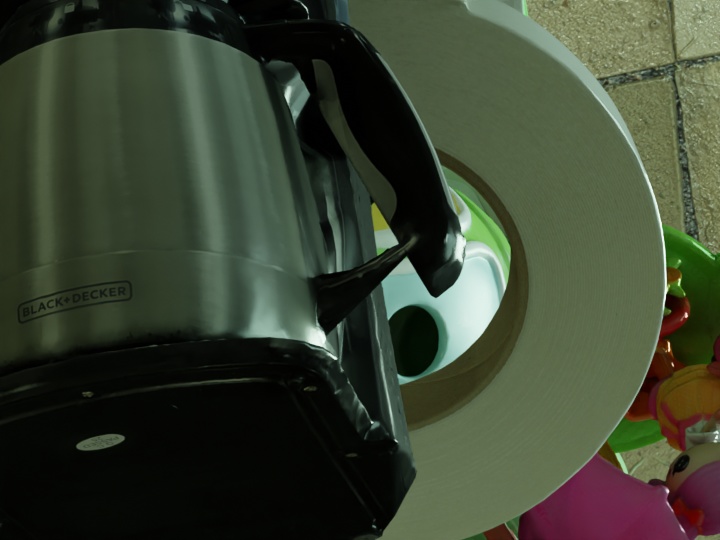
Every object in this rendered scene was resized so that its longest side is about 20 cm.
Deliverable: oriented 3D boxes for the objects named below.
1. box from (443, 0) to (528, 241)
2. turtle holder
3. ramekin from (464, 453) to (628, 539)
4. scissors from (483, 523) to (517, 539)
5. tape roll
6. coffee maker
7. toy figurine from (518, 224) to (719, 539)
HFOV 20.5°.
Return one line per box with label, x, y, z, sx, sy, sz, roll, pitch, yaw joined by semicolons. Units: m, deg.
box;0.012;-0.032;1.006;0.097;0.176;0.200;-88;168;-53
turtle holder;0.006;0.009;0.865;0.141;0.186;0.132;37;6;22
ramekin;0.079;0.181;1.072;0.098;0.200;0.200;53;-16;44
scissors;0.102;0.189;0.875;0.200;0.014;0.073;61;0;24
tape roll;0.002;-0.001;0.670;0.037;0.202;0.203;-89;167;-68
coffee maker;-0.061;-0.022;0.548;0.192;0.134;0.200;112;-25;-60
toy figurine;0.141;0.082;0.914;0.184;0.200;0.150;-91;168;-53
